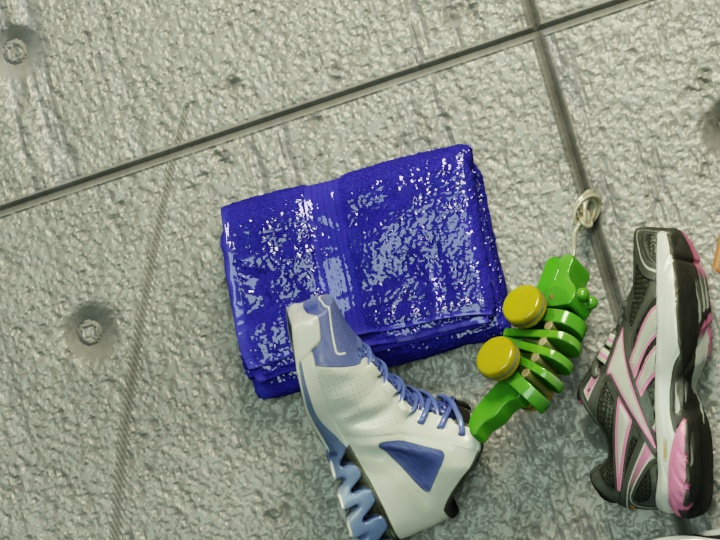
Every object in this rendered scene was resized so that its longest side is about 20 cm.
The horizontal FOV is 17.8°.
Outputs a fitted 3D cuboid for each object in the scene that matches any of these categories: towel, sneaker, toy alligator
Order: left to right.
[{"bbox_3d":[0.000,0.000,1.648,0.199,0.050,0.148,-15,83,12],"label":"towel"},{"bbox_3d":[0.024,0.100,1.610,0.115,0.081,0.200,-19,108,-1],"label":"sneaker"},{"bbox_3d":[0.137,0.033,1.585,0.054,0.059,0.201,13,68,43],"label":"toy alligator"},{"bbox_3d":[0.189,0.068,1.577,0.086,0.080,0.201,-3,79,24],"label":"sneaker"}]

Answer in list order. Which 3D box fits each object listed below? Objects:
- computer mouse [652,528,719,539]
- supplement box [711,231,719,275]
[{"bbox_3d":[0.275,0.205,1.567,0.199,0.044,0.110,-4,96,10],"label":"computer mouse"},{"bbox_3d":[0.294,-0.089,1.560,0.068,0.067,0.201,16,99,16],"label":"supplement box"}]
